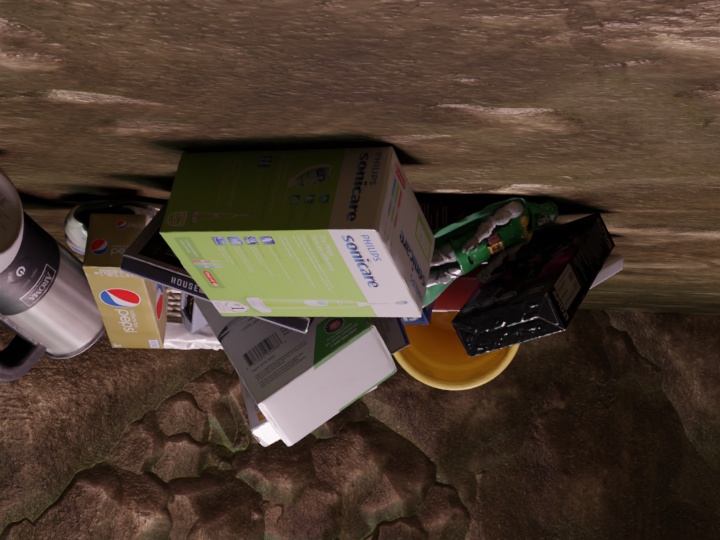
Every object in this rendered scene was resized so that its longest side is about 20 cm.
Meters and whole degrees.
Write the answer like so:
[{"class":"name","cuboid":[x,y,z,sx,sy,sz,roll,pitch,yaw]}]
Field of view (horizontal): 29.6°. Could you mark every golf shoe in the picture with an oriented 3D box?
[{"class":"golf shoe","cuboid":[-0.236,-0.044,1.540,0.197,0.080,0.097,1,170,-9]}]

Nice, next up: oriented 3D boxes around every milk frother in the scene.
[{"class":"milk frother","cuboid":[-0.423,0.003,1.582,0.200,0.180,0.188,51,-179,38]}]

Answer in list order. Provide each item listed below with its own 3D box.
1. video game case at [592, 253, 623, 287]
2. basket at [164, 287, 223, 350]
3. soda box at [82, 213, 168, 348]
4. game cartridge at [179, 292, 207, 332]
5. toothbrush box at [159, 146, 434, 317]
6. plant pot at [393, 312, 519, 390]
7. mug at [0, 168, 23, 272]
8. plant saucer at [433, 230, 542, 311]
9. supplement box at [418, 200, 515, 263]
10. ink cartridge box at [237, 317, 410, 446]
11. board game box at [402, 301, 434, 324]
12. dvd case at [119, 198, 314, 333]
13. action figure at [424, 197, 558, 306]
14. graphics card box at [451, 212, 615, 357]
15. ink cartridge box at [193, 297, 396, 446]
[{"class":"video game case","cuboid":[0.221,0.001,1.768,0.180,0.023,0.199,8,-162,32]},{"class":"basket","cuboid":[-0.195,0.022,1.764,0.197,0.164,0.198,3,175,-15]},{"class":"soda box","cuboid":[-0.259,0.015,1.523,0.063,0.069,0.201,2,151,0]},{"class":"game cartridge","cuboid":[-0.145,-0.002,1.573,0.133,0.041,0.200,-34,166,-20]},{"class":"toothbrush box","cuboid":[-0.051,-0.030,1.181,0.197,0.087,0.146,1,149,22]},{"class":"plant pot","cuboid":[0.137,0.051,1.975,0.197,0.204,0.189,1,-169,5]},{"class":"mug","cuboid":[-0.392,-0.039,1.203,0.152,0.152,0.185,-11,176,37]},{"class":"plant saucer","cuboid":[0.151,-0.006,1.691,0.197,0.037,0.200,0,-157,16]},{"class":"supplement box","cuboid":[0.063,-0.042,1.506,0.197,0.062,0.109,4,175,-25]},{"class":"ink cartridge box","cuboid":[-0.049,0.073,1.535,0.198,0.199,0.047,-26,133,6]},{"class":"board game box","cuboid":[0.000,0.000,1.635,0.197,0.137,0.035,0,143,24]},{"class":"dvd case","cuboid":[-0.127,-0.010,1.392,0.197,0.025,0.151,19,-150,4]},{"class":"action figure","cuboid":[0.117,-0.023,1.430,0.198,0.055,0.118,-28,142,2]},{"class":"graphics card box","cuboid":[0.191,0.014,1.489,0.124,0.051,0.200,-18,-161,35]},{"class":"ink cartridge box","cuboid":[-0.073,0.066,1.462,0.200,0.146,0.083,52,175,47]}]
